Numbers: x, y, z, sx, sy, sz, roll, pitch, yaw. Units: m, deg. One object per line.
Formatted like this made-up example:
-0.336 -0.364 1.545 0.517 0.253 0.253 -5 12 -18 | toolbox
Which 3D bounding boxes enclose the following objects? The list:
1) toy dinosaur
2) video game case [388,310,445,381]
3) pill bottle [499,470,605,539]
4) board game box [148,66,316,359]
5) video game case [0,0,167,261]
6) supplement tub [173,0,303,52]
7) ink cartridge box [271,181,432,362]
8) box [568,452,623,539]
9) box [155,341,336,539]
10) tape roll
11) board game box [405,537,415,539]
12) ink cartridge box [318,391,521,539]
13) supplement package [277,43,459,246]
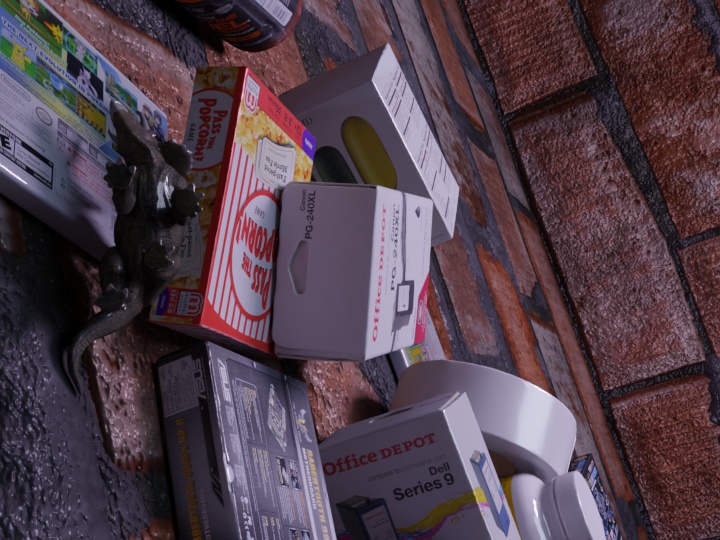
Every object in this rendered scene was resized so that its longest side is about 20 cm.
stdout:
-0.143 -0.016 0.647 0.102 0.077 0.200 153 -58 -82 | toy dinosaur
0.072 0.104 1.283 0.200 0.022 0.182 71 18 4 | video game case
0.138 0.271 0.987 0.112 0.200 0.112 54 23 -36 | pill bottle
-0.096 -0.040 0.783 0.151 0.046 0.200 37 60 -67 | board game box
-0.206 -0.099 0.712 0.200 0.022 0.182 44 30 -50 | video game case
-0.145 -0.305 0.987 0.200 0.107 0.107 26 45 -63 | supplement tub
0.000 0.000 0.873 0.200 0.083 0.145 -3 97 -73 | ink cartridge box
0.460 0.479 1.928 0.199 0.050 0.200 69 18 3 | box
-0.078 0.167 0.732 0.158 0.048 0.200 37 36 -61 | box
0.129 0.174 1.062 0.202 0.202 0.071 50 52 -44 | tape roll
0.028 0.313 0.751 0.200 0.034 0.135 -54 156 -75 | board game box
0.056 0.228 0.890 0.200 0.145 0.088 70 20 3 | ink cartridge box
0.002 -0.123 1.125 0.200 0.152 0.151 61 20 -21 | supplement package
